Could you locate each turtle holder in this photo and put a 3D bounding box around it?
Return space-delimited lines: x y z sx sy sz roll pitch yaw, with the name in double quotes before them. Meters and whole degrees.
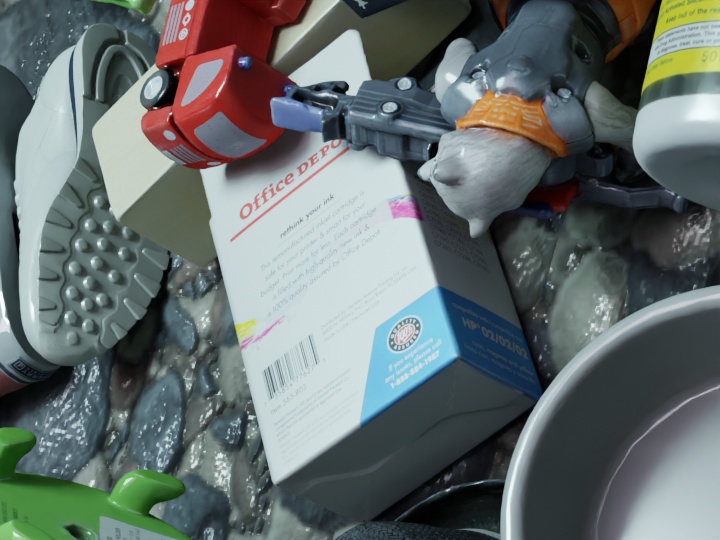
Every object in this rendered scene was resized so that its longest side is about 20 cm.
"turtle holder" -0.161 0.163 1.167 0.141 0.185 0.132 39 113 45

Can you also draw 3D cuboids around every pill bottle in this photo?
"pill bottle" 0.184 -0.127 1.012 0.112 0.112 0.200 0 72 45

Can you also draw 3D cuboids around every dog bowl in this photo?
"dog bowl" 0.143 0.095 0.947 0.200 0.059 0.200 -13 59 22

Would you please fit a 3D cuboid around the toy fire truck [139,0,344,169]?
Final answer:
"toy fire truck" -0.027 -0.151 1.177 0.141 0.049 0.200 -12 57 44

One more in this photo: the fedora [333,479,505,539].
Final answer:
"fedora" 0.026 0.175 1.037 0.200 0.092 0.201 -22 57 37

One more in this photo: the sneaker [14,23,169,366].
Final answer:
"sneaker" -0.152 -0.033 1.340 0.080 0.076 0.200 -26 46 42

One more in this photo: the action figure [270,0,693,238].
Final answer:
"action figure" 0.057 -0.102 1.098 0.200 0.105 0.194 6 55 14

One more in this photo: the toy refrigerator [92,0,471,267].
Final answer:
"toy refrigerator" -0.041 -0.099 1.257 0.200 0.070 0.076 -43 41 20

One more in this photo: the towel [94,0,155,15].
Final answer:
"towel" -0.100 -0.229 1.258 0.149 0.031 0.200 20 84 61

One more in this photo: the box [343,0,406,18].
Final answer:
"box" 0.034 -0.199 1.023 0.200 0.141 0.079 -17 43 45

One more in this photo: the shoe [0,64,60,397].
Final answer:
"shoe" -0.220 -0.016 1.391 0.091 0.071 0.200 -27 58 27

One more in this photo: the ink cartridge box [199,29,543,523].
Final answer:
"ink cartridge box" 0.000 0.000 1.166 0.115 0.068 0.200 -36 49 26
